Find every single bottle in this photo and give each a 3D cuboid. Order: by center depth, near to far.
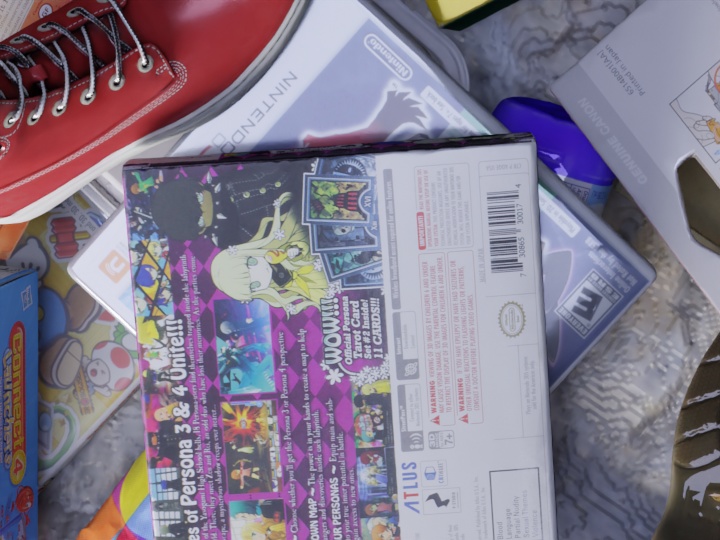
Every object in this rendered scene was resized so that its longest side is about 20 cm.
[{"bbox_3d":[0.065,0.021,1.158,0.065,0.084,0.202,18,98,7],"label":"bottle"}]

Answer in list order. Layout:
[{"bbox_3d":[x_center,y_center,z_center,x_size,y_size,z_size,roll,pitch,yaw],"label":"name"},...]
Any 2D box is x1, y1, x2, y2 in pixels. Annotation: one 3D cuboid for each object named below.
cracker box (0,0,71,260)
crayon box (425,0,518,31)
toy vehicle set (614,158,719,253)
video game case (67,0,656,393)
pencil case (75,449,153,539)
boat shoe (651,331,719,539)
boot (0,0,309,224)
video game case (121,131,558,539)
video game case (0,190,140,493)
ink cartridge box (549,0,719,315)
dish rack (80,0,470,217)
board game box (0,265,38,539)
[{"bbox_3d":[-0.213,-0.116,1.189,0.200,0.058,0.135,38,104,32],"label":"cracker box"},{"bbox_3d":[0.073,-0.239,1.145,0.172,0.058,0.201,-26,88,13],"label":"crayon box"},{"bbox_3d":[0.224,-0.036,1.111,0.200,0.026,0.125,38,103,27],"label":"toy vehicle set"},{"bbox_3d":[0.000,0.000,1.105,0.200,0.023,0.182,42,98,-3],"label":"video game case"},{"bbox_3d":[-0.065,0.102,1.198,0.088,0.088,0.200,42,103,6],"label":"pencil case"},{"bbox_3d":[0.181,0.098,1.148,0.072,0.068,0.201,18,82,21],"label":"boat shoe"},{"bbox_3d":[-0.115,-0.088,1.029,0.199,0.144,0.073,-36,79,11],"label":"boot"},{"bbox_3d":[-0.007,0.045,1.080,0.180,0.036,0.202,-4,99,2],"label":"video game case"},{"bbox_3d":[-0.202,0.010,1.251,0.200,0.023,0.182,46,103,5],"label":"video game case"},{"bbox_3d":[0.207,-0.062,1.073,0.176,0.045,0.201,-42,71,20],"label":"ink cartridge box"},{"bbox_3d":[-0.065,-0.085,1.164,0.200,0.043,0.172,42,98,26],"label":"dish rack"},{"bbox_3d":[-0.259,0.090,1.233,0.194,0.056,0.202,7,104,19],"label":"board game box"}]
